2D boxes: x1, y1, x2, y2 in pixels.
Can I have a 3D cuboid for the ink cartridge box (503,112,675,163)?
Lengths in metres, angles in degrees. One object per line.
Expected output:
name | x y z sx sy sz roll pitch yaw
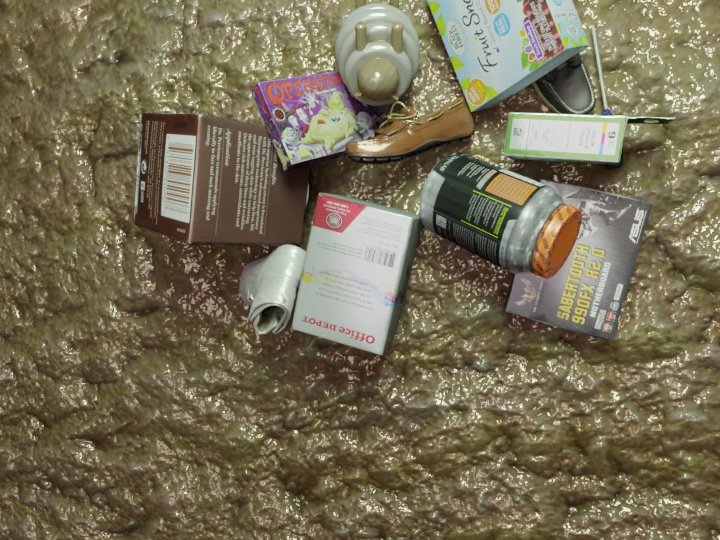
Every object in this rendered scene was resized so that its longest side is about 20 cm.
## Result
ink cartridge box | 0.302 -0.175 0.719 0.197 0.104 0.060 9 102 23

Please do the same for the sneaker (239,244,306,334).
sneaker | -0.153 0.046 0.825 0.073 0.199 0.117 27 59 -20

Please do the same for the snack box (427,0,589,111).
snack box | 0.188 -0.348 0.722 0.168 0.067 0.203 -20 91 56

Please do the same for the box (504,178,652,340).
box | 0.313 -0.018 0.782 0.156 0.048 0.204 15 99 11

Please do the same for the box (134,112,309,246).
box | -0.201 -0.130 0.788 0.163 0.198 0.169 14 100 41

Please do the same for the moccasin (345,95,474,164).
moccasin | 0.070 -0.206 0.774 0.198 0.074 0.079 -19 101 -6

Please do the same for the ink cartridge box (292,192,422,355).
ink cartridge box | 0.000 0.000 0.808 0.143 0.145 0.204 15 99 10

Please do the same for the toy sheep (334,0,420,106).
toy sheep | 0.025 -0.317 0.766 0.135 0.139 0.203 -5 52 14

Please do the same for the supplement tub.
supplement tub | 0.189 -0.075 0.734 0.199 0.122 0.124 32 104 34

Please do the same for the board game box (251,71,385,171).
board game box | -0.051 -0.225 0.781 0.032 0.198 0.122 -28 88 52

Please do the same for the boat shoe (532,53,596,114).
boat shoe | 0.268 -0.304 0.752 0.073 0.065 0.202 -33 88 14

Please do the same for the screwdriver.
screwdriver | 0.343 -0.245 0.758 0.029 0.028 0.204 -17 96 -14
